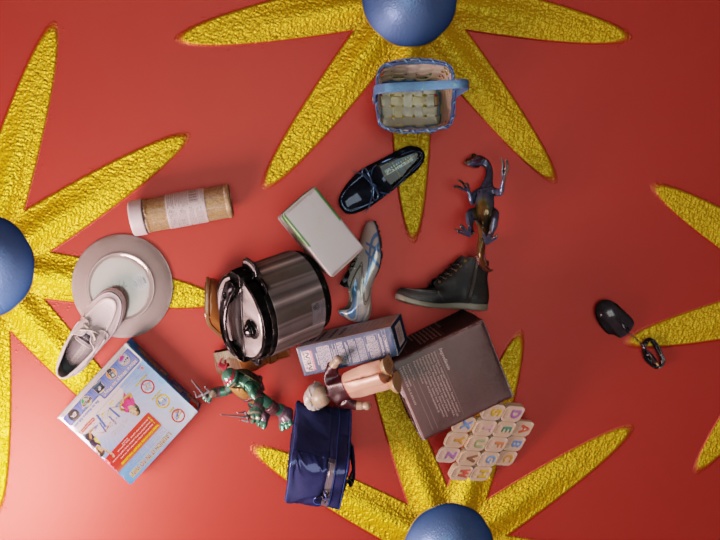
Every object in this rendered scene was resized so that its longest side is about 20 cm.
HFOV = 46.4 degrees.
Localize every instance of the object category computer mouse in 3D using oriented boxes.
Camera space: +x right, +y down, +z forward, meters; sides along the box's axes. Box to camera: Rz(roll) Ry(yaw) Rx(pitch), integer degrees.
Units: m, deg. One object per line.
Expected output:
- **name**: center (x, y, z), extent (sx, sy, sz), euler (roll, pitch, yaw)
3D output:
- **computer mouse**: center (0.568, 0.135, 1.757), extent (0.199, 0.034, 0.059), euler (40, 89, -8)

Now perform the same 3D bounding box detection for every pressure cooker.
- **pressure cooker**: center (-0.173, 0.065, 1.548), extent (0.198, 0.178, 0.179), euler (-21, 82, -36)

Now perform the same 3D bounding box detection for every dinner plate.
- **dinner plate**: center (-0.467, 0.032, 1.644), extent (0.195, 0.024, 0.205), euler (-1, 95, -7)

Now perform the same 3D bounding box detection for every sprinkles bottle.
- **sprinkles bottle**: center (-0.346, -0.118, 1.621), extent (0.195, 0.068, 0.070), euler (-11, 96, -5)

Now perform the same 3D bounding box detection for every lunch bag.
- **lunch bag**: center (-0.073, 0.360, 1.620), extent (0.129, 0.202, 0.138), euler (7, 128, -5)

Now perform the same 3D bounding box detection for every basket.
- **basket**: center (0.101, -0.330, 1.582), extent (0.172, 0.200, 0.143), euler (-2, 96, -7)

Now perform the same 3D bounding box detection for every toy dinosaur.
- **toy dinosaur**: center (0.234, -0.136, 1.672), extent (0.102, 0.184, 0.203), euler (8, 136, 9)

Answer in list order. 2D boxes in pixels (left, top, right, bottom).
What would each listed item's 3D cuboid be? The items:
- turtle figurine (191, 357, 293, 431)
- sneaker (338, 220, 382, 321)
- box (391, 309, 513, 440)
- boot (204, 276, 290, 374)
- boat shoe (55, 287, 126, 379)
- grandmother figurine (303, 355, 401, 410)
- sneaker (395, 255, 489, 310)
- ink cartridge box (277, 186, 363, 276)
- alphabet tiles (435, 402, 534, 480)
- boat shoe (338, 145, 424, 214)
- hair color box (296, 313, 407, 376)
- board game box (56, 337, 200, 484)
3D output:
- **turtle figurine**: center (-0.220, 0.243, 1.607), extent (0.200, 0.148, 0.102), euler (42, 74, -42)
- **sneaker**: center (0.000, 0.000, 1.666), extent (0.071, 0.072, 0.205), euler (9, 93, -13)
- **box**: center (0.165, 0.200, 1.653), extent (0.197, 0.166, 0.167), euler (-24, 96, -3)
- **boot**: center (-0.225, 0.098, 1.655), extent (0.151, 0.074, 0.205), euler (-12, 104, -6)
- **boat shoe**: center (-0.517, 0.126, 1.609), extent (0.073, 0.065, 0.202), euler (30, 102, -7)
- **grandmother figurine**: center (-0.025, 0.216, 1.577), extent (0.197, 0.060, 0.123), euler (-23, 95, 26)
- **sneaker**: center (0.165, 0.021, 1.691), extent (0.195, 0.075, 0.109), euler (4, 90, -16)
- **ink cartridge box**: center (-0.080, -0.073, 1.588), extent (0.083, 0.200, 0.147), euler (-40, 98, -5)
- **alphabet tiles**: center (0.254, 0.348, 1.700), extent (0.192, 0.015, 0.203), euler (9, 118, -27)
- **boat shoe**: center (0.038, -0.187, 1.655), extent (0.199, 0.069, 0.085), euler (-41, 98, -1)
- **hair color box**: center (-0.015, 0.144, 1.632), extent (0.196, 0.100, 0.062), euler (-13, 98, 17)
- **board game box**: center (-0.451, 0.275, 1.649), extent (0.196, 0.056, 0.200), euler (45, 90, -8)
